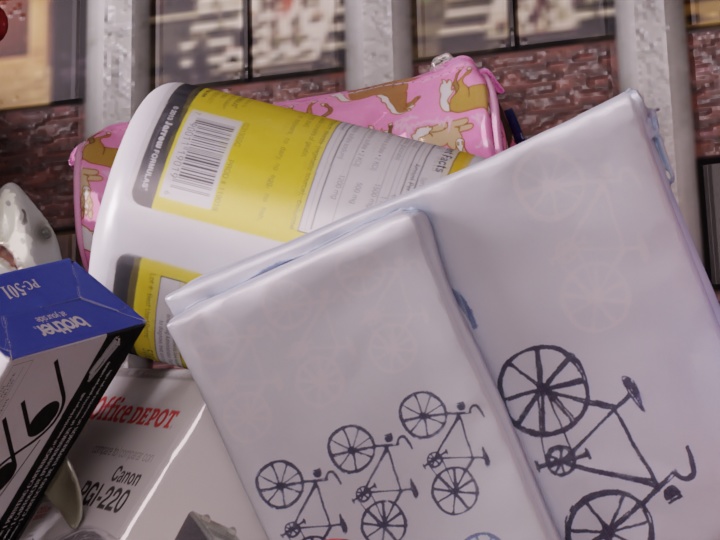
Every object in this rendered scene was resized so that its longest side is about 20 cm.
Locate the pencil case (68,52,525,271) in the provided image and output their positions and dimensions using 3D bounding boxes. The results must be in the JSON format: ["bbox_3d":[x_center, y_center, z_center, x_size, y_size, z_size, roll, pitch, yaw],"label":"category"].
[{"bbox_3d":[-0.028,-0.035,1.165,0.200,0.083,0.087,-11,43,10],"label":"pencil case"}]

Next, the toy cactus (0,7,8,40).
[{"bbox_3d":[-0.211,-0.044,1.128,0.165,0.102,0.200,44,80,5],"label":"toy cactus"}]

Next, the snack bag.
[{"bbox_3d":[0.053,0.054,1.007,0.200,0.021,0.189,-24,103,-1],"label":"snack bag"}]

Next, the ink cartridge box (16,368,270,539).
[{"bbox_3d":[-0.097,0.140,1.068,0.085,0.146,0.200,38,75,-18],"label":"ink cartridge box"}]

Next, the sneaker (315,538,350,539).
[{"bbox_3d":[-0.029,0.194,0.967,0.078,0.082,0.200,20,81,-10],"label":"sneaker"}]

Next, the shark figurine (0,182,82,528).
[{"bbox_3d":[-0.165,0.074,1.103,0.214,0.089,0.128,-40,77,27],"label":"shark figurine"}]

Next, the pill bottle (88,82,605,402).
[{"bbox_3d":[0.000,0.000,1.068,0.200,0.112,0.112,15,72,7],"label":"pill bottle"}]

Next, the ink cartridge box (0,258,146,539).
[{"bbox_3d":[-0.165,0.091,1.006,0.044,0.094,0.200,39,113,17],"label":"ink cartridge box"}]
